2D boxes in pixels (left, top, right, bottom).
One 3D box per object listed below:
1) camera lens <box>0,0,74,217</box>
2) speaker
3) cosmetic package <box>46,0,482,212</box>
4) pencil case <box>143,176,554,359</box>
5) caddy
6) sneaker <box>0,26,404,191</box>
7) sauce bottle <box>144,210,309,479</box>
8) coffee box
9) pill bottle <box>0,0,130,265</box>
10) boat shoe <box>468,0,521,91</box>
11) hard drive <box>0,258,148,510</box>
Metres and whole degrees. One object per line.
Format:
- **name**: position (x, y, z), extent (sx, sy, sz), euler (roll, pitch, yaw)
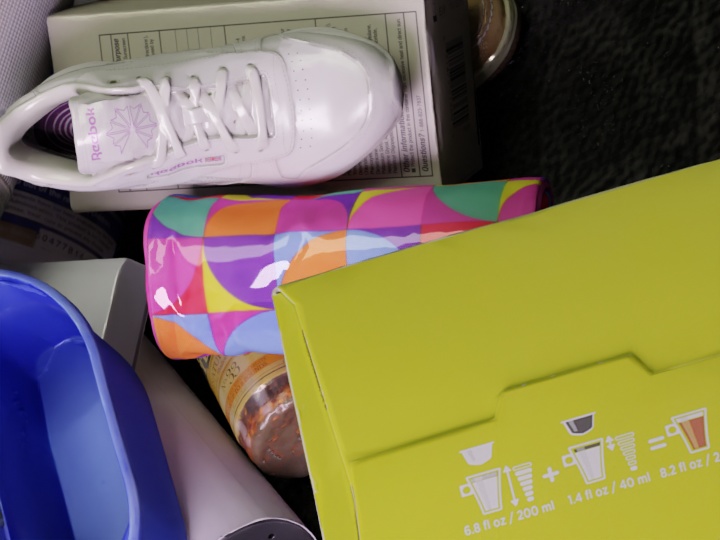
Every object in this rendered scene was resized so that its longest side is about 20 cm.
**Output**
- **camera lens**: position (-0.236, -0.108, 1.231), extent (0.160, 0.160, 0.200), euler (0, 68, 41)
- **speaker**: position (-0.099, 0.101, 1.222), extent (0.081, 0.081, 0.200), euler (-51, 45, 7)
- **cosmetic package**: position (-0.047, -0.088, 1.216), extent (0.200, 0.071, 0.105), euler (0, 103, 20)
- **pencil case**: position (0.000, 0.000, 1.144), extent (0.200, 0.088, 0.089), euler (-1, 64, 13)
- **caddy**: position (-0.163, 0.098, 1.112), extent (0.141, 0.105, 0.200), euler (-24, 66, 12)
- **sneaker**: position (-0.078, -0.065, 1.140), extent (0.200, 0.100, 0.075), euler (-7, 99, 19)
- **sauce bottle**: position (-0.063, 0.018, 1.247), extent (0.066, 0.066, 0.200), euler (-45, 45, 12)
- **coffee box**: position (0.098, 0.108, 0.922), extent (0.199, 0.198, 0.200), euler (-16, 54, 5)
- **pill bottle**: position (-0.175, -0.080, 1.357), extent (0.120, 0.120, 0.200), euler (0, 67, 40)
- **boat shoe**: position (-0.014, -0.116, 1.268), extent (0.200, 0.076, 0.072), euler (-12, 58, 35)
- **hard drive**: position (-0.192, 0.062, 1.251), extent (0.200, 0.027, 0.132), euler (-3, 70, 44)
